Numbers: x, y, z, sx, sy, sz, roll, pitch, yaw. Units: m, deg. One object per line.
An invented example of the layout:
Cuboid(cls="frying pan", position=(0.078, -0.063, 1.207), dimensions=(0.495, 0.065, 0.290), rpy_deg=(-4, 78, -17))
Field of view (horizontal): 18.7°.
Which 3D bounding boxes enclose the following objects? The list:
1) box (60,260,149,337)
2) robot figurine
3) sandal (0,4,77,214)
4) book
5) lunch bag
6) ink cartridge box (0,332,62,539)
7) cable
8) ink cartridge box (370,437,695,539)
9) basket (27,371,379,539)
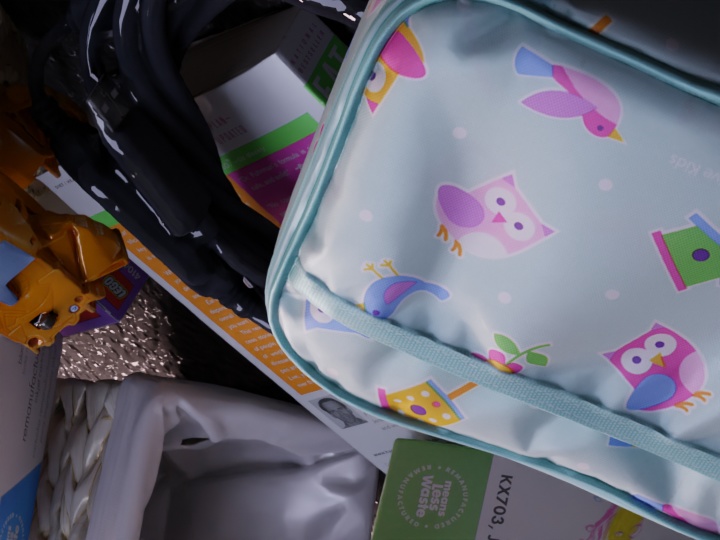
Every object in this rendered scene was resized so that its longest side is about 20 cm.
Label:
Cuboid(cls="box", position=(-0.191, -0.021, 0.922), dimensions=(0.137, 0.039, 0.200), rpy_deg=(44, 147, -22))
Cuboid(cls="robot figurine", position=(-0.158, -0.064, 0.664), dimensions=(0.058, 0.145, 0.200), rpy_deg=(-37, 132, 12))
Cuboid(cls="sandal", position=(-0.156, -0.076, 0.771), dimensions=(0.212, 0.078, 0.070), rpy_deg=(48, 152, -19))
Cuboid(cls="book", position=(0.000, 0.000, 0.781), dimensions=(0.133, 0.048, 0.200), rpy_deg=(-16, 128, 47))
Cuboid(cls="lunch bag", position=(0.081, -0.005, 0.609), dimensions=(0.199, 0.077, 0.161), rpy_deg=(23, 127, -3))
Cuboid(cls="ink cartridge box", position=(-0.179, 0.049, 0.781), dimensions=(0.068, 0.117, 0.200), rpy_deg=(3, 164, 15))
Cuboid(cls="cable", position=(0.005, -0.037, 0.682), dimensions=(0.163, 0.051, 0.200), rpy_deg=(-33, 114, 30))
Cuboid(cls="ink cartridge box", position=(0.100, 0.136, 0.787), dimensions=(0.199, 0.118, 0.067), rpy_deg=(7, 151, 13))
Cuboid(cls="basket", position=(-0.092, 0.146, 0.904), dimensions=(0.123, 0.201, 0.135), rpy_deg=(4, 171, 45))
